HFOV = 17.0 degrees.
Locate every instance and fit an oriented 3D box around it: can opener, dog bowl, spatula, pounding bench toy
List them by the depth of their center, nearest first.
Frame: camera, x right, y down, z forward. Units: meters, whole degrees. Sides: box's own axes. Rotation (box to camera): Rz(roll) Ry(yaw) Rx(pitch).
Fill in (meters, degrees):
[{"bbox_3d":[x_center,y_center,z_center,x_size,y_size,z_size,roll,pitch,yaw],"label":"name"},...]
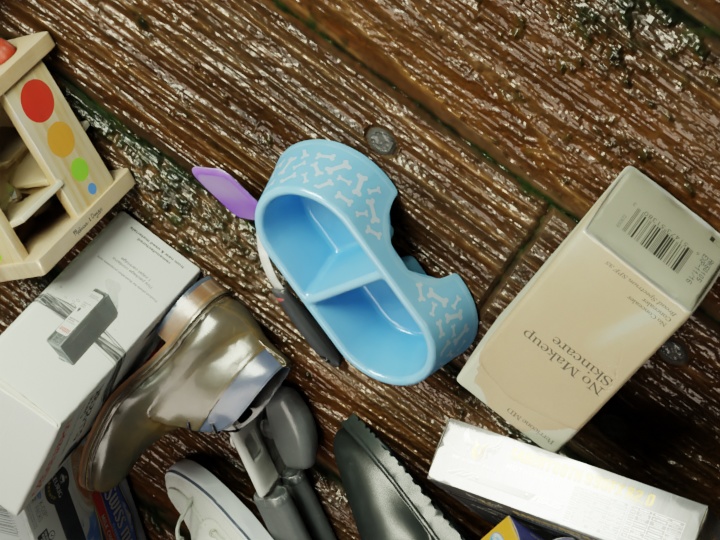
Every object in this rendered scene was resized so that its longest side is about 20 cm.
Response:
[{"bbox_3d":[0.000,0.000,1.747,0.111,0.050,0.200,-20,113,45],"label":"dog bowl"},{"bbox_3d":[-0.299,-0.067,1.799,0.124,0.200,0.156,-7,122,41],"label":"pounding bench toy"},{"bbox_3d":[-0.065,-0.003,1.812,0.057,0.021,0.200,10,135,52],"label":"spatula"},{"bbox_3d":[-0.053,0.183,1.948,0.066,0.053,0.200,4,128,34],"label":"can opener"}]

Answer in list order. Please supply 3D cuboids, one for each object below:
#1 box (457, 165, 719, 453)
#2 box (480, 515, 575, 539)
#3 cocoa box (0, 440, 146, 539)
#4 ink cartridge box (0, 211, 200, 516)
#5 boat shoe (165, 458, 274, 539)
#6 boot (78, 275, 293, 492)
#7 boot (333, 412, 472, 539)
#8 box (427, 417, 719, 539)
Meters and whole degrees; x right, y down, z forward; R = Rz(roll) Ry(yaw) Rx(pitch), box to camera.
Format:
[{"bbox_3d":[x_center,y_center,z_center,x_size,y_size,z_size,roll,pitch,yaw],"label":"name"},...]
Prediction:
[{"bbox_3d":[0.156,0.030,1.632,0.095,0.078,0.200,37,140,2],"label":"box"},{"bbox_3d":[0.094,0.258,1.724,0.200,0.041,0.119,-44,124,15],"label":"box"},{"bbox_3d":[-0.286,0.209,2.087,0.133,0.131,0.200,10,131,30],"label":"cocoa box"},{"bbox_3d":[-0.226,0.072,1.867,0.084,0.200,0.144,37,140,5],"label":"ink cartridge box"},{"bbox_3d":[-0.118,0.241,1.978,0.202,0.086,0.075,45,159,31],"label":"boat shoe"},{"bbox_3d":[-0.137,0.112,1.868,0.097,0.075,0.200,38,107,17],"label":"boot"},{"bbox_3d":[-0.004,0.225,1.826,0.198,0.162,0.073,49,-178,29],"label":"boot"},{"bbox_3d":[0.164,0.174,1.718,0.200,0.048,0.158,18,168,24],"label":"box"}]
